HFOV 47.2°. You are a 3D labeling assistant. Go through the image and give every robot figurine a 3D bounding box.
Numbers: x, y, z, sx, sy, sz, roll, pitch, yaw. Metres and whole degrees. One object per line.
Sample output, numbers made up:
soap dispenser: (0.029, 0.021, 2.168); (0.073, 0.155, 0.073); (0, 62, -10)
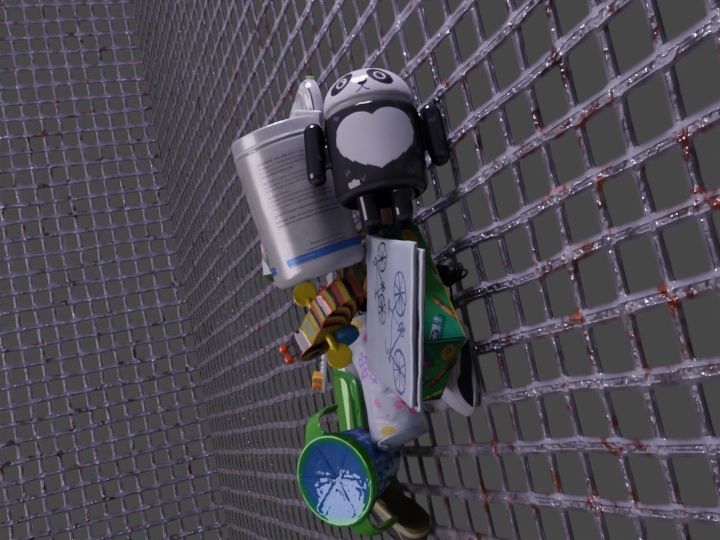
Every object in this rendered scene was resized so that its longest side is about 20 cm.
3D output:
robot figurine: (0.019, -0.152, 1.034); (0.124, 0.148, 0.204); (-21, 75, 51)

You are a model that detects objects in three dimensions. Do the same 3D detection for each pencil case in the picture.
pencil case: (0.035, 0.162, 1.233); (0.083, 0.089, 0.203); (-55, 49, 55)

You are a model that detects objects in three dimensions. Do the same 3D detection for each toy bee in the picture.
toy bee: (-0.056, 0.093, 1.147); (0.131, 0.107, 0.203); (44, 146, 42)

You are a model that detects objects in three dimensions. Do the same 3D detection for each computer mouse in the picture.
computer mouse: (0.113, 0.092, 1.069); (0.109, 0.043, 0.204); (175, 86, -68)

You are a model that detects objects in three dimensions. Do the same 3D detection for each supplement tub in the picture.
supplement tub: (-0.083, -0.089, 1.102); (0.132, 0.130, 0.204); (-17, 91, 68)

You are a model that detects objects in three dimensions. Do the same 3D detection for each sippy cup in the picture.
sippy cup: (-0.007, 0.298, 1.245); (0.137, 0.130, 0.182); (4, 98, 31)

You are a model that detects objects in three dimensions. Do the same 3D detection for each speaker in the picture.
speaker: (0.000, 0.228, 1.354); (0.088, 0.087, 0.204); (-176, 78, -68)

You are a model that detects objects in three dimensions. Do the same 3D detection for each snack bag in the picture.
snack bag: (0.040, 0.056, 1.005); (0.200, 0.021, 0.193); (-162, 71, -74)

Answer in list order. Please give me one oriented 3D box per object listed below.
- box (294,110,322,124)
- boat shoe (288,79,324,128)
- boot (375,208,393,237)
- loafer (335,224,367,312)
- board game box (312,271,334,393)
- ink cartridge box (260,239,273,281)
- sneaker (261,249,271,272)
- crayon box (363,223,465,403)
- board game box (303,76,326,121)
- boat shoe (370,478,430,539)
box: (-0.080, -0.134, 1.223); (0.039, 0.041, 0.204); (-69, -20, -79)
boat shoe: (-0.099, -0.192, 1.273); (0.071, 0.069, 0.203); (-129, 38, -50)
boot: (0.020, -0.102, 1.215); (0.186, 0.063, 0.204); (171, 82, -78)
loafer: (0.000, 0.000, 1.272); (0.067, 0.076, 0.201); (42, 163, 20)
board game box: (-0.062, 0.074, 1.388); (0.201, 0.025, 0.203); (96, 178, -59)
ink cartridge box: (-0.126, -0.090, 1.487); (0.059, 0.102, 0.204); (41, -138, -72)
sneaker: (-0.084, -0.068, 1.387); (0.201, 0.071, 0.080); (-53, 46, 12)
crayon box: (0.064, 0.051, 1.057); (0.120, 0.057, 0.202); (105, 155, -43)
board game box: (-0.079, -0.244, 1.385); (0.201, 0.023, 0.107); (-107, 18, -58)
boat shoe: (0.045, 0.384, 1.321); (0.200, 0.070, 0.067); (29, 120, 58)
